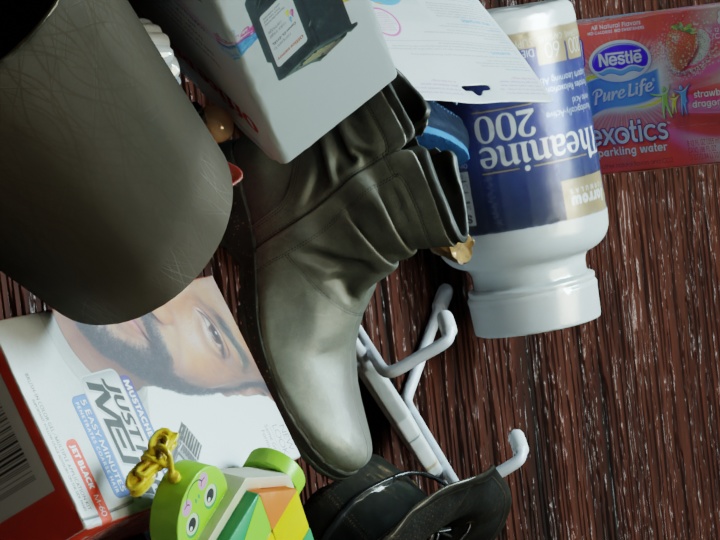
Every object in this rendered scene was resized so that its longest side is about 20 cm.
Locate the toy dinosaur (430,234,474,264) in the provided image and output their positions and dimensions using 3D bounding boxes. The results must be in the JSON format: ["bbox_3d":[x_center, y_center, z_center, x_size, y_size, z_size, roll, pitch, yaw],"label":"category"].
[{"bbox_3d":[-0.035,-0.030,1.671,0.199,0.106,0.061,-3,105,-17],"label":"toy dinosaur"}]

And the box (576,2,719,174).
[{"bbox_3d":[0.177,-0.117,1.933,0.095,0.199,0.103,-16,99,-59],"label":"box"}]

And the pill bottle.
[{"bbox_3d":[0.095,-0.064,1.869,0.111,0.110,0.201,-20,102,-59],"label":"pill bottle"}]

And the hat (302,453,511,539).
[{"bbox_3d":[-0.005,0.158,1.682,0.081,0.201,0.200,44,25,17],"label":"hat"}]

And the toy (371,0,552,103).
[{"bbox_3d":[0.013,-0.156,1.717,0.115,0.047,0.201,-3,51,-43],"label":"toy"}]

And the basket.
[{"bbox_3d":[-0.155,-0.071,1.366,0.200,0.179,0.137,49,42,-48],"label":"basket"}]

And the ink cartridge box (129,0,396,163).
[{"bbox_3d":[-0.074,-0.172,1.505,0.083,0.146,0.200,-38,144,-11],"label":"ink cartridge box"}]

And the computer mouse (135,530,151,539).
[{"bbox_3d":[-0.105,0.215,1.545,0.139,0.052,0.201,58,28,-42],"label":"computer mouse"}]

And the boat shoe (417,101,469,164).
[{"bbox_3d":[0.002,-0.106,1.744,0.200,0.084,0.069,23,54,-57],"label":"boat shoe"}]

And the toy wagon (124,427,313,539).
[{"bbox_3d":[-0.068,0.160,1.452,0.156,0.039,0.201,-58,147,-37],"label":"toy wagon"}]

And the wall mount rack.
[{"bbox_3d":[0.030,0.039,1.790,0.200,0.074,0.174,58,1,-40],"label":"wall mount rack"}]

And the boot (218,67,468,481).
[{"bbox_3d":[0.000,0.000,1.570,0.068,0.130,0.201,-3,73,-68],"label":"boot"}]

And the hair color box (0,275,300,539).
[{"bbox_3d":[-0.123,0.074,1.482,0.200,0.064,0.111,-14,75,-61],"label":"hair color box"}]

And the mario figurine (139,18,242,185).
[{"bbox_3d":[-0.111,-0.102,1.524,0.201,0.105,0.124,67,32,-26],"label":"mario figurine"}]
